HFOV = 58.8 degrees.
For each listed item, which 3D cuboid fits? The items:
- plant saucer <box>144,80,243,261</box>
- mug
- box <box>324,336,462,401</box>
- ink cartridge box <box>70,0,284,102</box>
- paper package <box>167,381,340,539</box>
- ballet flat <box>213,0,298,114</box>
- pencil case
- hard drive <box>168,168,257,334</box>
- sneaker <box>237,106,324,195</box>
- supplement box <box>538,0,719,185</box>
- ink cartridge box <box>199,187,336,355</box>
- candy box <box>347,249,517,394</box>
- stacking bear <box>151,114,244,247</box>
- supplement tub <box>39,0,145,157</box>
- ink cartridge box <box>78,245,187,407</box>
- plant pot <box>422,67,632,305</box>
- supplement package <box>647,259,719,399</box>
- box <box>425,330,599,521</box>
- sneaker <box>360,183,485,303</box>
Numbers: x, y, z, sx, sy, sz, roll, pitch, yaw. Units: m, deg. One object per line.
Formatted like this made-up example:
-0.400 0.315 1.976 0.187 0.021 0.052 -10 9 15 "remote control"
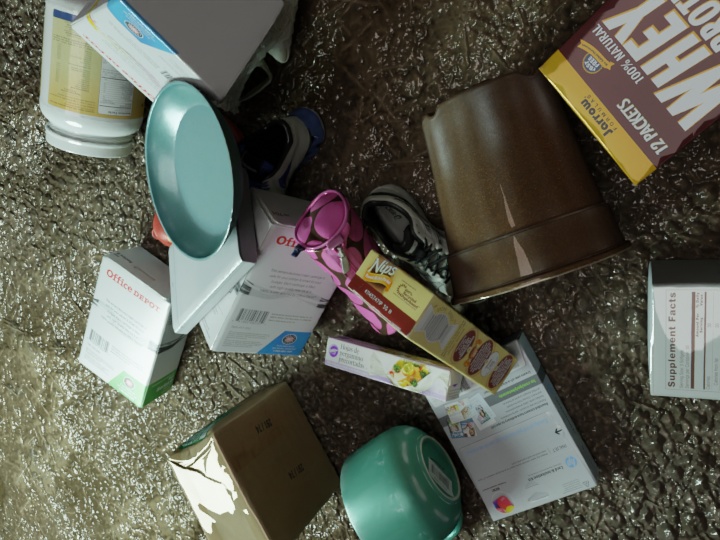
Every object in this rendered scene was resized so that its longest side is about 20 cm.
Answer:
-0.192 -0.116 0.751 0.197 0.035 0.207 17 114 44 "plant saucer"
0.071 0.287 0.851 0.114 0.183 0.155 -37 63 21 "mug"
0.040 0.127 0.847 0.196 0.041 0.040 11 93 36 "box"
-0.222 -0.304 0.762 0.197 0.146 0.148 14 68 50 "ink cartridge box"
-0.143 0.286 0.910 0.102 0.199 0.194 -30 89 27 "paper package"
-0.132 -0.287 0.847 0.199 0.071 0.073 -39 85 29 "ballet flat"
0.000 0.000 0.776 0.091 0.200 0.094 -46 42 -2 "pencil case"
-0.196 -0.021 0.825 0.199 0.026 0.135 -38 53 41 "hard drive"
-0.134 -0.127 0.849 0.080 0.115 0.202 38 115 12 "sneaker"
0.293 -0.206 0.583 0.200 0.196 0.134 -43 84 28 "supplement box"
-0.110 0.009 0.847 0.086 0.144 0.203 51 121 42 "ink cartridge box"
0.086 0.062 0.730 0.056 0.199 0.115 -53 43 1 "candy box"
-0.248 -0.120 0.911 0.204 0.118 0.115 -67 32 32 "stacking bear"
-0.377 -0.278 0.910 0.141 0.144 0.206 22 111 18 "supplement tub"
-0.354 0.088 1.022 0.144 0.084 0.204 31 113 15 "ink cartridge box"
0.161 -0.090 0.688 0.196 0.199 0.204 -20 87 27 "plant pot"
0.397 0.057 0.645 0.194 0.116 0.121 0 103 25 "supplement package"
0.189 0.202 0.822 0.154 0.041 0.204 -31 87 29 "box"
0.076 -0.023 0.793 0.199 0.087 0.076 39 114 10 "sneaker"
